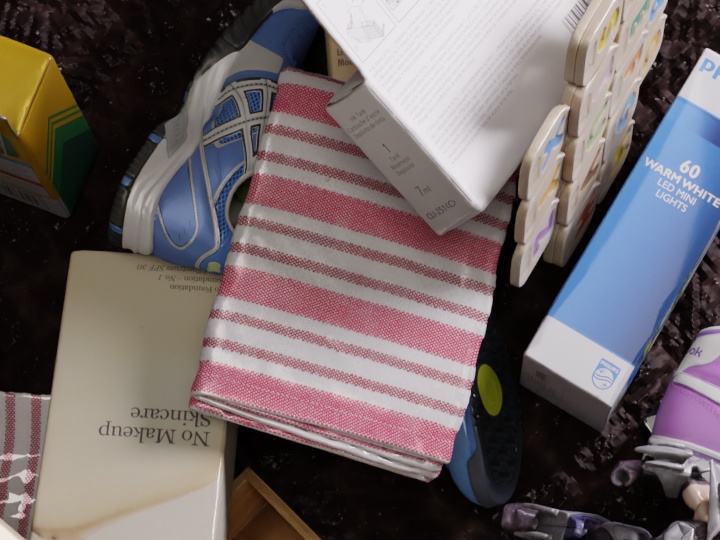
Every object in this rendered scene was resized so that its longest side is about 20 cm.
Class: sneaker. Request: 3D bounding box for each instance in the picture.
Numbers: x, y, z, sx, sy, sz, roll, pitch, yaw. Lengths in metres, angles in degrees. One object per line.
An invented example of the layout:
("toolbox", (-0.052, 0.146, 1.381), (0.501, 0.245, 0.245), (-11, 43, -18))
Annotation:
("sneaker", (-0.068, -0.077, 1.235), (0.077, 0.076, 0.201), (26, 62, 7))
("sneaker", (0.036, 0.042, 1.235), (0.078, 0.066, 0.202), (-19, 83, 26))
("sneaker", (0.262, 0.091, 1.157), (0.199, 0.073, 0.115), (23, 78, 8))

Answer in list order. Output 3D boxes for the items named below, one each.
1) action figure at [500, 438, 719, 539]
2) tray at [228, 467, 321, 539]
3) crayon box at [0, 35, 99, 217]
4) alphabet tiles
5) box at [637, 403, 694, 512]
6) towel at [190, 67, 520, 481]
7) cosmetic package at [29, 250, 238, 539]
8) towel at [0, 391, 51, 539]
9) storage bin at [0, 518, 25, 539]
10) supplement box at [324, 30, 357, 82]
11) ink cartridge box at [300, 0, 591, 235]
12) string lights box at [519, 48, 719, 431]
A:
("action figure", (0.141, 0.158, 1.130), (0.069, 0.199, 0.131), (25, 71, -28))
("tray", (-0.035, 0.202, 1.162), (0.099, 0.037, 0.200), (-45, 47, -6))
("crayon box", (-0.224, -0.097, 1.196), (0.125, 0.200, 0.052), (21, 79, 6))
("alphabet tiles", (0.131, -0.091, 1.172), (0.014, 0.201, 0.196), (23, 59, 16))
("box", (0.275, 0.123, 1.208), (0.158, 0.046, 0.201), (-34, 79, -4))
("towel", (0.000, 0.000, 1.169), (0.145, 0.030, 0.202), (17, 75, -7))
("cosmetic package", (-0.120, 0.094, 1.188), (0.102, 0.073, 0.202), (2, 59, 1))
("towel", (-0.246, 0.136, 1.238), (0.198, 0.030, 0.148), (5, 80, 3))
("storage bin", (-0.244, 0.193, 1.111), (0.200, 0.198, 0.094), (42, 45, -14))
("supplement box", (0.039, -0.159, 1.261), (0.125, 0.074, 0.202), (-6, 78, 0))
("ink cartridge box", (0.045, -0.148, 1.151), (0.176, 0.045, 0.200), (48, 52, -11))
("string lights box", (0.164, -0.015, 1.212), (0.059, 0.103, 0.201), (30, 82, 9))
